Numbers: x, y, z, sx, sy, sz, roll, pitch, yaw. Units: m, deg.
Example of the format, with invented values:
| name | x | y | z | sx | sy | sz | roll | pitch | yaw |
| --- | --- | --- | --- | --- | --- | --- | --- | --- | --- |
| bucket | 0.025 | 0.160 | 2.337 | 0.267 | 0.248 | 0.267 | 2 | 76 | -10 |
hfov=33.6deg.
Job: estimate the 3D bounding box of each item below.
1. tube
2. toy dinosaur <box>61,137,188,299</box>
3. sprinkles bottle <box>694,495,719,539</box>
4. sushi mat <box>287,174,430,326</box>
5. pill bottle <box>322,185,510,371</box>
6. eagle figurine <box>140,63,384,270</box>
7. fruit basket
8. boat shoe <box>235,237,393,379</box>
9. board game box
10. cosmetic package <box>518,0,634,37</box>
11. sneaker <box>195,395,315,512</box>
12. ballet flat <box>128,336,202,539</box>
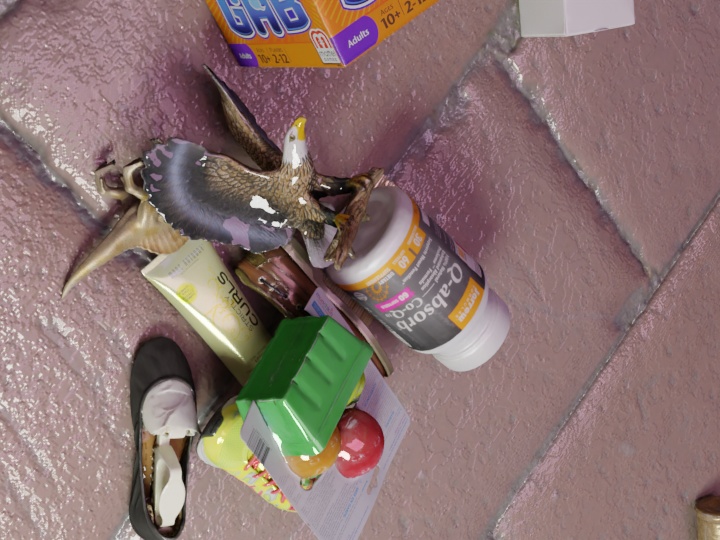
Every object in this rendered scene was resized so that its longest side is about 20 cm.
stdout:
| name | x | y | z | sx | sy | sz | roll | pitch | yaw |
| --- | --- | --- | --- | --- | --- | --- | --- | --- | --- |
| tube | -0.131 | 0.052 | 1.172 | 0.201 | 0.052 | 0.058 | 56 | 24 | -22 |
| toy dinosaur | -0.201 | -0.055 | 1.101 | 0.199 | 0.058 | 0.102 | -34 | 116 | -24 |
| sprinkles bottle | 0.493 | 0.412 | 1.623 | 0.068 | 0.068 | 0.202 | -15 | 106 | -30 |
| sushi mat | 0.000 | 0.000 | 1.267 | 0.096 | 0.012 | 0.201 | 37 | 78 | -31 |
| pill bottle | 0.061 | 0.013 | 1.232 | 0.200 | 0.116 | 0.117 | 41 | 76 | -31 |
| eagle figurine | -0.084 | -0.090 | 1.105 | 0.199 | 0.152 | 0.152 | 19 | 100 | 5 |
| fruit basket | -0.033 | 0.149 | 1.136 | 0.201 | 0.093 | 0.186 | 61 | 42 | -36 |
| boat shoe | -0.049 | 0.049 | 1.202 | 0.068 | 0.072 | 0.200 | -44 | 106 | -13 |
| board game box | -0.036 | -0.321 | 1.077 | 0.199 | 0.199 | 0.201 | -39 | 117 | -22 |
| cosmetic package | 0.233 | -0.364 | 1.313 | 0.107 | 0.085 | 0.202 | -13 | 105 | -30 |
| sneaker | -0.083 | 0.187 | 1.163 | 0.078 | 0.090 | 0.200 | -54 | 144 | -6 |
| ballet flat | -0.183 | 0.166 | 1.143 | 0.068 | 0.068 | 0.202 | -3 | 100 | -30 |
